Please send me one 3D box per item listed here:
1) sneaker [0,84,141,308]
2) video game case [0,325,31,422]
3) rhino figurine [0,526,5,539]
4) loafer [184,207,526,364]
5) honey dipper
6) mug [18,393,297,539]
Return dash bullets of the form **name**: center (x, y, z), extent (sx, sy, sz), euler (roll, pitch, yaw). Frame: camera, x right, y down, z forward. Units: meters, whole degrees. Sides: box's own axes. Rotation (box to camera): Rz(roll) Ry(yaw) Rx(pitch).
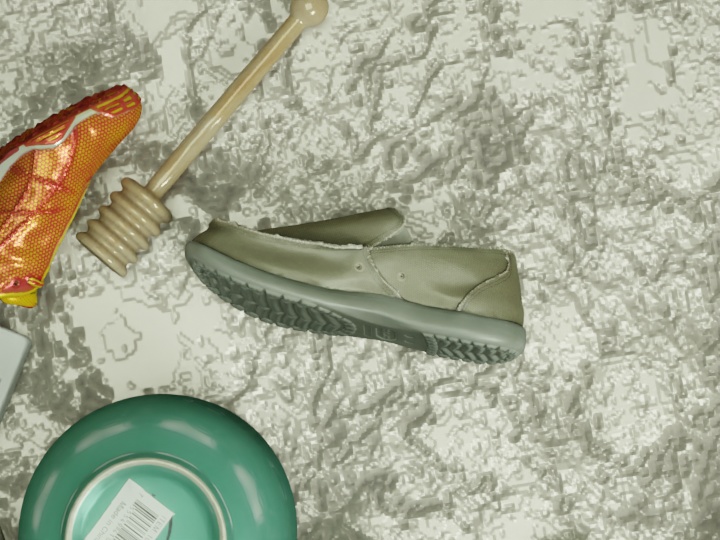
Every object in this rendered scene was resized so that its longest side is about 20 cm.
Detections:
- **sneaker**: center (-0.194, -0.026, 1.222), extent (0.200, 0.073, 0.077), euler (-45, 103, -6)
- **video game case**: center (-0.291, 0.107, 1.236), extent (0.142, 0.018, 0.201), euler (21, 87, 3)
- **rhino figurine**: center (-0.218, 0.233, 1.197), extent (0.059, 0.087, 0.202), euler (7, 84, -34)
- **loafer**: center (0.000, 0.000, 1.218), extent (0.198, 0.075, 0.070), euler (14, 75, -3)
- **honey dipper**: center (-0.086, -0.083, 1.240), extent (0.038, 0.038, 0.200), euler (40, 83, 3)
- **mug**: center (-0.109, 0.161, 1.181), extent (0.151, 0.114, 0.187), euler (-10, 86, 0)
